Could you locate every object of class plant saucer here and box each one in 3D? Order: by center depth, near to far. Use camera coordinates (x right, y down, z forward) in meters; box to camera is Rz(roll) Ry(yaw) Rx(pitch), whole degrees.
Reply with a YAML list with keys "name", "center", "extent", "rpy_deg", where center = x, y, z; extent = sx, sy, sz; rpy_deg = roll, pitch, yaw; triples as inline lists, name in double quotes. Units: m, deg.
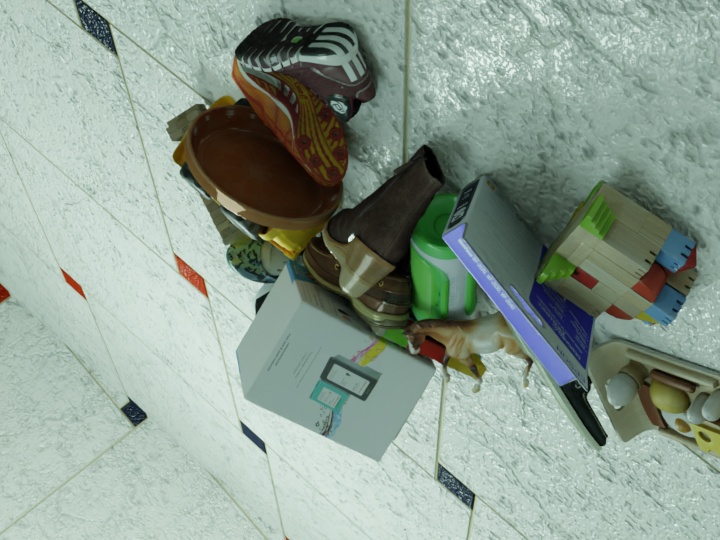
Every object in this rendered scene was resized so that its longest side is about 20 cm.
- name: "plant saucer"
  center: [-0.116, -0.119, 1.583]
  extent: [0.200, 0.200, 0.032]
  rpy_deg: [41, 127, 14]

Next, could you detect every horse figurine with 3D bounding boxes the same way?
- name: "horse figurine"
  center: [0.157, 0.090, 1.575]
  extent: [0.197, 0.050, 0.133]
  rpy_deg: [-6, 134, 16]

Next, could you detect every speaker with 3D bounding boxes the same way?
- name: "speaker"
  center: [0.098, -0.005, 1.550]
  extent: [0.088, 0.088, 0.201]
  rpy_deg: [38, 158, 21]

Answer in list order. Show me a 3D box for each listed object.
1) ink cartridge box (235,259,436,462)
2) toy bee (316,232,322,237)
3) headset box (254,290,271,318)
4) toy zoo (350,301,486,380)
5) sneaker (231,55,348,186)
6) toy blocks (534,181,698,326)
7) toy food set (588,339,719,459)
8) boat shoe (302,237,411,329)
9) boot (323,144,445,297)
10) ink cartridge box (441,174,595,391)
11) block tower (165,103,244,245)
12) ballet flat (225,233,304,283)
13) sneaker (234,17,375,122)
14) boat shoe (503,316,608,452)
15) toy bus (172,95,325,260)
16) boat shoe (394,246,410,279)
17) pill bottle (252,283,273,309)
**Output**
- name: "ink cartridge box"
  center: [-0.033, 0.113, 1.679]
  extent: [0.198, 0.147, 0.147]
  rpy_deg: [27, -166, -19]
- name: "toy bee"
  center: [-0.162, -0.062, 1.924]
  extent: [0.131, 0.109, 0.199]
  rpy_deg: [54, 160, -22]
- name: "headset box"
  center: [-0.028, 0.083, 1.806]
  extent: [0.201, 0.173, 0.093]
  rpy_deg: [55, -169, -25]
- name: "toy zoo"
  center: [0.079, 0.079, 1.689]
  extent: [0.198, 0.021, 0.131]
  rpy_deg: [26, -167, -29]
- name: "sneaker"
  center: [-0.081, -0.185, 1.601]
  extent: [0.201, 0.073, 0.077]
  rpy_deg: [56, 161, 7]
- name: "toy blocks"
  center: [0.252, 0.000, 1.266]
  extent: [0.136, 0.100, 0.200]
  rpy_deg: [33, 160, 3]
- name: "toy food set"
  center: [0.335, 0.161, 1.420]
  extent: [0.199, 0.060, 0.144]
  rpy_deg: [21, 148, 50]
- name: "boat shoe"
  center: [0.000, 0.000, 1.621]
  extent: [0.200, 0.071, 0.068]
  rpy_deg: [37, 119, 48]
- name: "boot"
  center: [0.033, -0.068, 1.494]
  extent: [0.072, 0.167, 0.200]
  rpy_deg: [32, -164, -16]
- name: "ink cartridge box"
  center: [0.161, 0.015, 1.349]
  extent: [0.199, 0.043, 0.200]
  rpy_deg: [50, -158, -9]
- name: "block tower"
  center: [-0.200, -0.129, 1.853]
  extent: [0.202, 0.057, 0.054]
  rpy_deg: [61, -166, 1]
- name: "ballet flat"
  center: [-0.100, -0.015, 1.829]
  extent: [0.074, 0.075, 0.199]
  rpy_deg: [32, -167, 32]
- name: "sneaker"
  center: [-0.056, -0.213, 1.486]
  extent: [0.199, 0.076, 0.116]
  rpy_deg: [18, 148, 52]
- name: "boat shoe"
  center: [0.235, 0.109, 1.508]
  extent: [0.201, 0.066, 0.075]
  rpy_deg: [57, 180, -1]
- name: "toy bus"
  center: [-0.123, -0.110, 1.760]
  extent: [0.199, 0.136, 0.192]
  rpy_deg: [38, 174, 26]
- name: "boat shoe"
  center: [0.057, -0.038, 1.638]
  extent: [0.062, 0.074, 0.200]
  rpy_deg: [4, 156, -11]
- name: "pill bottle"
  center: [-0.058, 0.086, 1.980]
  extent: [0.200, 0.116, 0.116]
  rpy_deg: [42, 159, 12]
